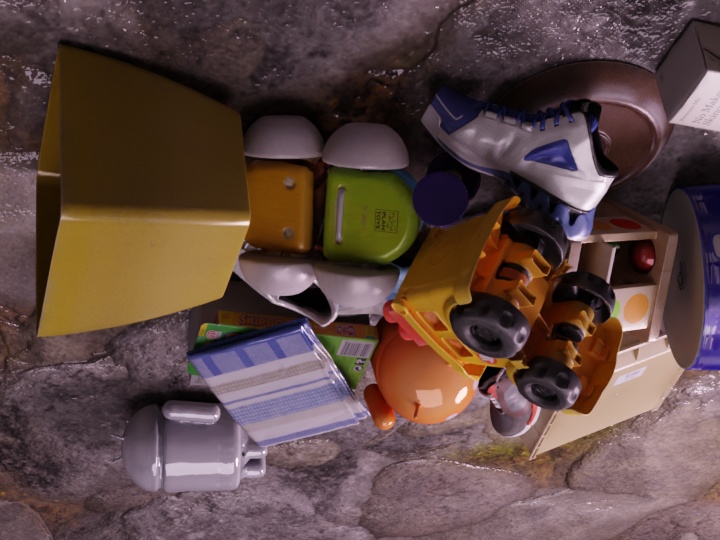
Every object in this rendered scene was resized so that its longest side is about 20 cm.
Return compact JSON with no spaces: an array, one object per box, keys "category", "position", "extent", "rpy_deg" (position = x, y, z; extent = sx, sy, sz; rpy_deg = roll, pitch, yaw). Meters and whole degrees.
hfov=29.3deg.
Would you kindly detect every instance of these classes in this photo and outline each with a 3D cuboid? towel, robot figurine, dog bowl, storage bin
[{"category":"towel","position":[-0.089,0.128,1.545],"extent":[0.147,0.024,0.200],"rpy_deg":[-16,138,14]},{"category":"robot figurine","position":[0.070,0.105,1.553],"extent":[0.144,0.200,0.117],"rpy_deg":[-12,103,-3]},{"category":"robot figurine","position":[-0.221,0.228,1.778],"extent":[0.200,0.113,0.170],"rpy_deg":[0,130,-8]},{"category":"dog bowl","position":[0.380,0.007,1.472],"extent":[0.079,0.200,0.200],"rpy_deg":[-2,145,-1]},{"category":"storage bin","position":[0.283,0.114,1.645],"extent":[0.200,0.094,0.199],"rpy_deg":[-17,149,-22]}]

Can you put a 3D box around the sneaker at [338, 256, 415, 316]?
[{"category":"sneaker","position":[0.000,0.000,1.537],"extent":[0.200,0.078,0.090],"rpy_deg":[2,108,9]}]

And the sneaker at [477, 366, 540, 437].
[{"category":"sneaker","position":[0.159,0.122,1.568],"extent":[0.082,0.077,0.200],"rpy_deg":[-19,139,-24]}]

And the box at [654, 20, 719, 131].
[{"category":"box","position":[0.394,-0.175,1.328],"extent":[0.200,0.068,0.082],"rpy_deg":[6,143,-17]}]

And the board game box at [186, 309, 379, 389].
[{"category":"board game box","position":[-0.088,0.090,1.535],"extent":[0.200,0.030,0.096],"rpy_deg":[5,138,-18]}]

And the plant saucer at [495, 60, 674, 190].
[{"category":"plant saucer","position":[0.224,-0.133,1.400],"extent":[0.200,0.032,0.200],"rpy_deg":[-5,145,-3]}]

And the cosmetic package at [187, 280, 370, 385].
[{"category":"cosmetic package","position":[-0.097,0.076,1.604],"extent":[0.200,0.085,0.108],"rpy_deg":[2,141,-12]}]

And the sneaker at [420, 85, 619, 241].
[{"category":"sneaker","position":[0.168,-0.131,1.318],"extent":[0.199,0.081,0.115],"rpy_deg":[36,115,1]}]

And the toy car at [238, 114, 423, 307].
[{"category":"toy car","position":[-0.024,-0.063,1.362],"extent":[0.200,0.175,0.150],"rpy_deg":[8,-168,23]}]

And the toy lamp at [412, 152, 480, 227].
[{"category":"toy lamp","position":[0.087,-0.082,1.337],"extent":[0.058,0.200,0.058],"rpy_deg":[1,102,7]}]

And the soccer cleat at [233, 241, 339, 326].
[{"category":"soccer cleat","position":[-0.100,-0.011,1.446],"extent":[0.200,0.085,0.069],"rpy_deg":[37,105,-20]}]

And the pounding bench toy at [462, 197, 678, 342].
[{"category":"pounding bench toy","position":[0.218,-0.011,1.470],"extent":[0.156,0.200,0.124],"rpy_deg":[-5,113,-29]}]

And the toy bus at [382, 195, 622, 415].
[{"category":"toy bus","position":[0.123,0.047,1.316],"extent":[0.192,0.136,0.200],"rpy_deg":[-15,128,47]}]

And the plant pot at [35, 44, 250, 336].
[{"category":"plant pot","position":[-0.206,-0.066,1.295],"extent":[0.176,0.200,0.200],"rpy_deg":[4,144,-18]}]
